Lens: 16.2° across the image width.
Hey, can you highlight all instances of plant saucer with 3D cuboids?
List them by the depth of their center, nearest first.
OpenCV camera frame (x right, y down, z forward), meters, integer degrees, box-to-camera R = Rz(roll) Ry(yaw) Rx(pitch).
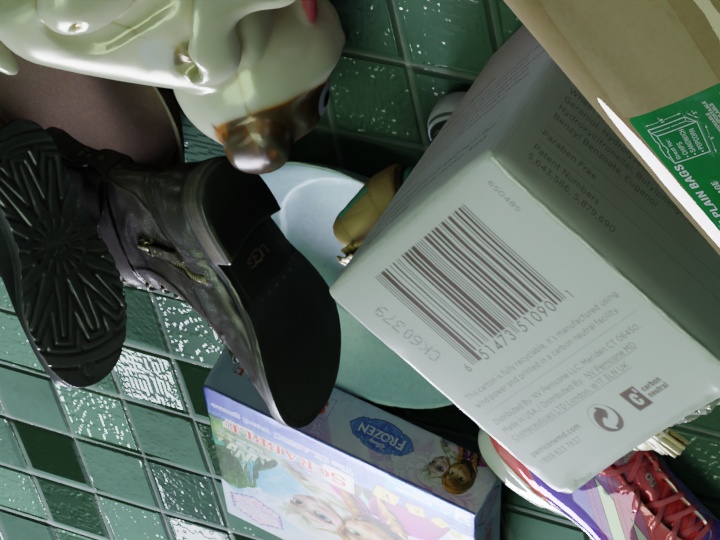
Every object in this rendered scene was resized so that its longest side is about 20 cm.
[{"bbox_3d":[0.000,0.000,1.536,0.200,0.039,0.202,22,142,19],"label":"plant saucer"},{"bbox_3d":[-0.187,-0.112,1.564,0.199,0.035,0.201,22,144,17],"label":"plant saucer"}]

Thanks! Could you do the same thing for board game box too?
[{"bbox_3d":[-0.003,0.145,1.671,0.199,0.041,0.200,24,154,16],"label":"board game box"}]

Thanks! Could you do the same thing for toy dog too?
[{"bbox_3d":[-0.098,-0.135,1.363,0.199,0.140,0.194,30,118,-27],"label":"toy dog"}]

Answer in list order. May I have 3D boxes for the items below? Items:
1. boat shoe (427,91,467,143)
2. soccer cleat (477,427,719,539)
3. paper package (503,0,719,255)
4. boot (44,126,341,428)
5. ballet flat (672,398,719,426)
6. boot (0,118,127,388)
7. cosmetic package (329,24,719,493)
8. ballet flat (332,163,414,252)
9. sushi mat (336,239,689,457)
[{"bbox_3d":[0.108,-0.016,1.414,0.200,0.057,0.069,44,144,-13],"label":"boat shoe"},{"bbox_3d":[0.165,0.136,1.537,0.199,0.068,0.073,35,140,4],"label":"soccer cleat"},{"bbox_3d":[0.178,-0.131,1.114,0.200,0.191,0.103,47,143,-18],"label":"paper package"},{"bbox_3d":[-0.108,0.000,1.545,0.173,0.069,0.201,4,124,46],"label":"boot"},{"bbox_3d":[0.111,0.024,1.368,0.199,0.072,0.072,36,145,-10],"label":"ballet flat"},{"bbox_3d":[-0.220,-0.004,1.570,0.200,0.065,0.166,-11,95,63],"label":"boot"},{"bbox_3d":[0.123,-0.033,1.260,0.165,0.200,0.165,41,143,-7],"label":"cosmetic package"},{"bbox_3d":[0.060,0.019,1.437,0.063,0.069,0.200,-32,116,24],"label":"ballet flat"},{"bbox_3d":[0.080,0.042,1.367,0.199,0.012,0.096,35,168,-14],"label":"sushi mat"}]
